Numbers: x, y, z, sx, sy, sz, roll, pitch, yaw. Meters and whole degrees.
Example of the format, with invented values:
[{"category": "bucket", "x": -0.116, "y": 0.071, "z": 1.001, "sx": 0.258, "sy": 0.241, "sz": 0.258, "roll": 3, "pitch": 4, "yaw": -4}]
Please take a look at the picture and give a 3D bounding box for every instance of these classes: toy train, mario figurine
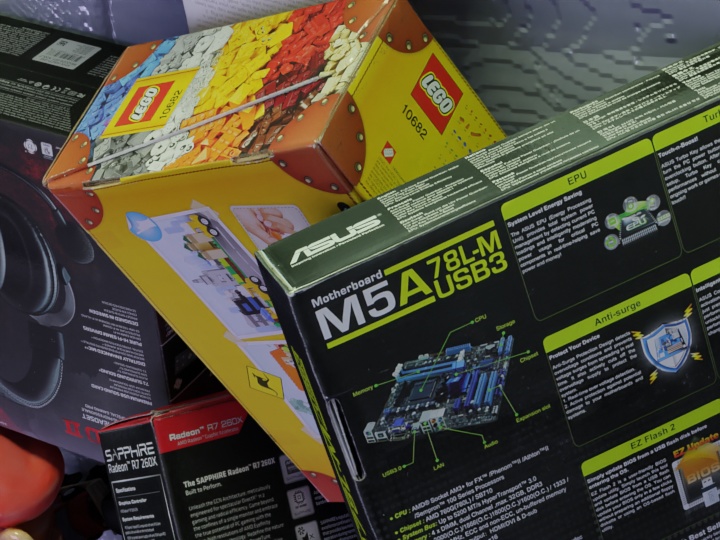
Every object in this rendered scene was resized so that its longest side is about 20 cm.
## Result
[{"category": "toy train", "x": -0.146, "y": 0.124, "z": 1.142, "sx": 0.199, "sy": 0.046, "sz": 0.034, "roll": -15, "pitch": 112, "yaw": 44}, {"category": "mario figurine", "x": -0.181, "y": 0.159, "z": 1.087, "sx": 0.123, "sy": 0.106, "sz": 0.201, "roll": 3, "pitch": 128, "yaw": 36}]

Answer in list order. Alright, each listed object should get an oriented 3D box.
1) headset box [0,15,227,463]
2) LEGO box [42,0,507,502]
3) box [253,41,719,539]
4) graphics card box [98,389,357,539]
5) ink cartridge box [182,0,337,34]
[{"category": "headset box", "x": -0.126, "y": -0.002, "z": 1.004, "sx": 0.148, "sy": 0.077, "sz": 0.201, "roll": 17, "pitch": 130, "yaw": 28}, {"category": "LEGO box", "x": 0.000, "y": 0.000, "z": 0.865, "sx": 0.148, "sy": 0.077, "sz": 0.200, "roll": -5, "pitch": 135, "yaw": 42}, {"category": "box", "x": 0.084, "y": 0.041, "z": 0.795, "sx": 0.194, "sy": 0.199, "sz": 0.048, "roll": 69, "pitch": 170, "yaw": -25}, {"category": "graphics card box", "x": -0.030, "y": 0.148, "z": 0.958, "sx": 0.051, "sy": 0.125, "sz": 0.202, "roll": -16, "pitch": 88, "yaw": 51}, {"category": "ink cartridge box", "x": -0.021, "y": -0.151, "z": 0.818, "sx": 0.108, "sy": 0.050, "sz": 0.201, "roll": 19, "pitch": 140, "yaw": 26}]
